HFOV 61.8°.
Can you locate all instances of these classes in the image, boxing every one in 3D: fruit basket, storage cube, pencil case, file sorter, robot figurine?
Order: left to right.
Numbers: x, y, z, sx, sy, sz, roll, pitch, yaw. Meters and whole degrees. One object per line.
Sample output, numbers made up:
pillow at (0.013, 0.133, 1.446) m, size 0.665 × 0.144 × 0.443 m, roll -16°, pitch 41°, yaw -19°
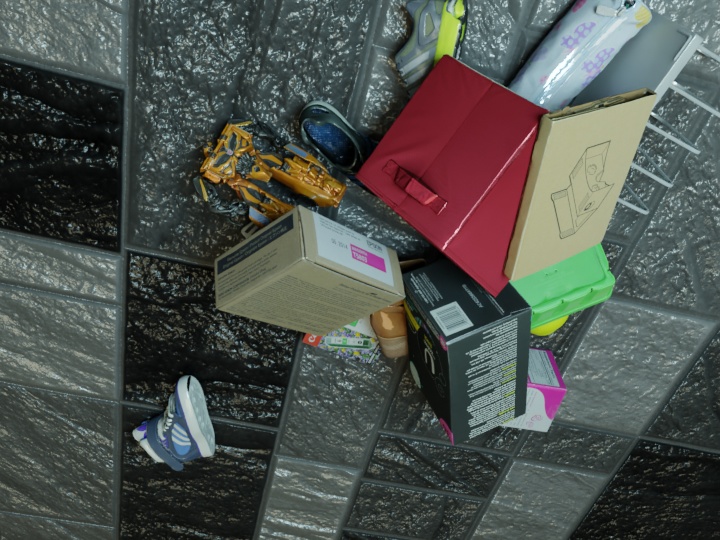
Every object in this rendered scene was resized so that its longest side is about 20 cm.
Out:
robot figurine at (-0.123, -0.120, 0.802) m, size 0.197 × 0.148 × 0.058 m, roll 29°, pitch 165°, yaw -5°
storage cube at (0.134, -0.110, 0.728) m, size 0.181 × 0.171 × 0.199 m, roll -52°, pitch 143°, yaw 6°
fruit basket at (0.273, 0.022, 0.920) m, size 0.211 × 0.215 × 0.159 m, roll -22°, pitch 83°, yaw 14°
pencil case at (0.260, -0.261, 0.746) m, size 0.082 × 0.092 × 0.201 m, roll 31°, pitch 119°, yaw -19°
file sorter at (0.361, -0.195, 0.763) m, size 0.122 × 0.140 × 0.202 m, roll 20°, pitch 121°, yaw -17°

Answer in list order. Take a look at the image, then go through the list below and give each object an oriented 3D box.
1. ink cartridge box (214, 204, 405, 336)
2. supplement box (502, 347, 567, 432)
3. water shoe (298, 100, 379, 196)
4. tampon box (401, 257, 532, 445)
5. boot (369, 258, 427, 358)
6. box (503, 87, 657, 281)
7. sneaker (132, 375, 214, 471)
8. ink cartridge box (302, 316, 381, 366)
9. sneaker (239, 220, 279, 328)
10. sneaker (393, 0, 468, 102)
ink cartridge box at (-0.063, 0.011, 0.778) m, size 0.162 × 0.077 × 0.198 m, roll -27°, pitch 149°, yaw 31°
supplement box at (0.236, 0.195, 1.036) m, size 0.194 × 0.104 × 0.103 m, roll 10°, pitch 122°, yaw -6°
water shoe at (-0.005, -0.147, 0.824) m, size 0.197 × 0.080 × 0.072 m, roll 32°, pitch 118°, yaw -19°
tampon box at (0.144, 0.105, 0.838) m, size 0.123 × 0.151 × 0.204 m, roll -18°, pitch 128°, yaw -12°
boot at (0.105, 0.040, 0.915) m, size 0.196 × 0.074 × 0.157 m, roll -25°, pitch 132°, yaw -14°
box at (0.245, -0.095, 0.682) m, size 0.160 × 0.021 × 0.204 m, roll -19°, pitch 134°, yaw -25°
sneaker at (-0.355, 0.280, 1.099) m, size 0.142 × 0.082 × 0.204 m, roll -6°, pitch 129°, yaw -1°
ink cartridge box at (-0.046, 0.075, 0.985) m, size 0.195 × 0.051 × 0.110 m, roll 20°, pitch 120°, yaw -14°
sneaker at (-0.131, -0.013, 0.917) m, size 0.115 × 0.075 × 0.204 m, roll 40°, pitch 135°, yaw 24°
sneaker at (0.080, -0.250, 0.774) m, size 0.079 × 0.074 × 0.204 m, roll 20°, pitch 125°, yaw 12°
